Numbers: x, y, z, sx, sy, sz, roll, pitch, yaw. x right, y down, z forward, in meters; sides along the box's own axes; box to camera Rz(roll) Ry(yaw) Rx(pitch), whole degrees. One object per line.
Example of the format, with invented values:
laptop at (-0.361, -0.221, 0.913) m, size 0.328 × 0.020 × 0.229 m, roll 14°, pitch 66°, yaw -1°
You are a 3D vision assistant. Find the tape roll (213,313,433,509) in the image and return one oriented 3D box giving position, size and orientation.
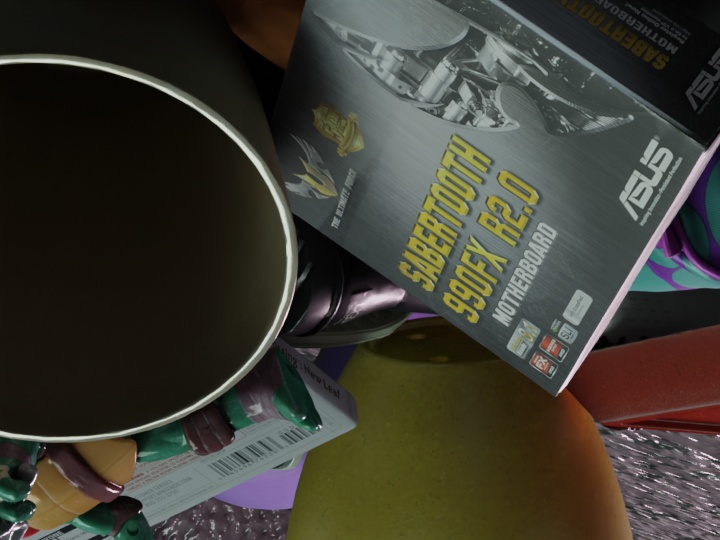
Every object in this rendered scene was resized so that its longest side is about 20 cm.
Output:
tape roll at (-0.061, 0.038, 1.345) m, size 0.199 × 0.201 × 0.085 m, roll 16°, pitch 168°, yaw 29°

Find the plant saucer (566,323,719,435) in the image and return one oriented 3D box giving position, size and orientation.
plant saucer at (0.226, 0.061, 1.123) m, size 0.199 × 0.037 × 0.199 m, roll 7°, pitch 169°, yaw -23°

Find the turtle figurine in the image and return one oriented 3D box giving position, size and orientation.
turtle figurine at (-0.123, 0.093, 0.991) m, size 0.101 × 0.200 × 0.150 m, roll 58°, pitch -168°, yaw 30°

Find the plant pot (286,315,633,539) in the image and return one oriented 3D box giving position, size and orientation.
plant pot at (0.051, 0.105, 1.215) m, size 0.199 × 0.143 × 0.200 m, roll -3°, pitch -167°, yaw 1°

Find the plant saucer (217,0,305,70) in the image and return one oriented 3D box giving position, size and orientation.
plant saucer at (0.013, -0.104, 0.958) m, size 0.199 × 0.038 × 0.200 m, roll 21°, pitch 168°, yaw 5°

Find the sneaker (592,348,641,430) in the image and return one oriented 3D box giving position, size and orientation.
sneaker at (0.157, 0.055, 1.289) m, size 0.075 × 0.088 × 0.200 m, roll 16°, pitch 167°, yaw 26°

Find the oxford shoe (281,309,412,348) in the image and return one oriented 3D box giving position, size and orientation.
oxford shoe at (0.000, 0.000, 1.145) m, size 0.058 × 0.200 × 0.075 m, roll -34°, pitch 84°, yaw 41°

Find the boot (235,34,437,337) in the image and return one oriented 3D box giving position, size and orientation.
boot at (-0.012, -0.057, 1.080) m, size 0.168 × 0.201 × 0.076 m, roll -5°, pitch 149°, yaw -46°

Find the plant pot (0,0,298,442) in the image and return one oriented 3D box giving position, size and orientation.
plant pot at (-0.121, -0.067, 0.908) m, size 0.186 × 0.201 × 0.188 m, roll -2°, pitch 130°, yaw -2°

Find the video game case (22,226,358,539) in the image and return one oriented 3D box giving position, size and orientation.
video game case at (-0.131, 0.069, 1.058) m, size 0.199 × 0.022 × 0.182 m, roll -27°, pitch 140°, yaw 21°

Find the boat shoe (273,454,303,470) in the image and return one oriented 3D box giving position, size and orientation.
boat shoe at (-0.113, 0.057, 1.264) m, size 0.200 × 0.076 × 0.060 m, roll 30°, pitch -151°, yaw 36°

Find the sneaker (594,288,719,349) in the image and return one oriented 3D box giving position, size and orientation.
sneaker at (0.143, 0.015, 1.160) m, size 0.199 × 0.080 × 0.074 m, roll 21°, pitch 167°, yaw -3°

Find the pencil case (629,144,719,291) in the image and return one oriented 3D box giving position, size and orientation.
pencil case at (0.120, -0.026, 0.980) m, size 0.092 × 0.086 × 0.200 m, roll -19°, pitch -177°, yaw -22°

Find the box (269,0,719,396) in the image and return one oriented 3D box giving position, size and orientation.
box at (0.048, -0.053, 0.849) m, size 0.158 × 0.048 × 0.200 m, roll 35°, pitch 150°, yaw 7°
